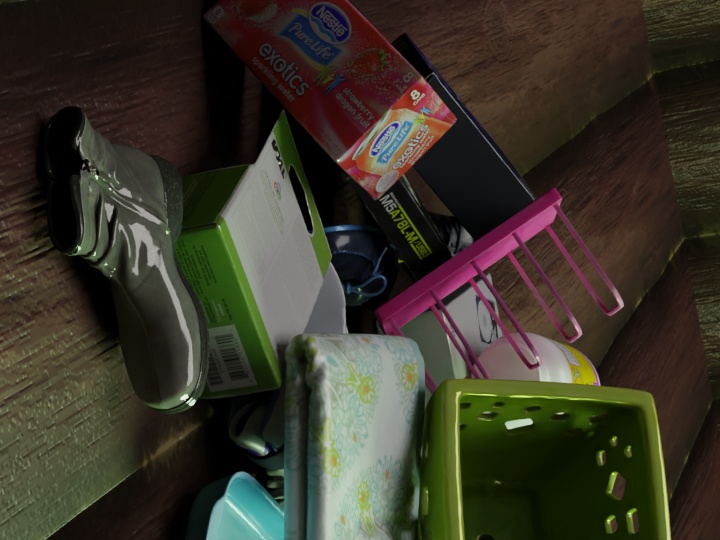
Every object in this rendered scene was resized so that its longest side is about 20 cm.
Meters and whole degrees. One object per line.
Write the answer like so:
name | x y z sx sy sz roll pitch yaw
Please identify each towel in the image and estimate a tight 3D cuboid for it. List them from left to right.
towel | -0.003 0.151 1.421 0.171 0.048 0.202 6 83 -63

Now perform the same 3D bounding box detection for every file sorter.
file sorter | 0.131 0.040 1.682 0.126 0.199 0.139 56 -2 7

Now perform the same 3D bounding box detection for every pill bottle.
pill bottle | 0.176 0.119 1.842 0.200 0.103 0.105 19 64 -68

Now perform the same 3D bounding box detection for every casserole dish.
casserole dish | -0.087 0.236 1.376 0.200 0.038 0.122 55 37 -51

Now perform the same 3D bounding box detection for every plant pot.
plant pot | 0.135 0.215 1.529 0.182 0.198 0.201 131 -39 -62

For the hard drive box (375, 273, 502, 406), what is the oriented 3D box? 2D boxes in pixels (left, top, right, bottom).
hard drive box | 0.093 0.101 1.884 0.200 0.076 0.157 -32 111 -68

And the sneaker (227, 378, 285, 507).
sneaker | -0.064 0.162 1.456 0.146 0.080 0.202 9 86 -50

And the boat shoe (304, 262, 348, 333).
boat shoe | -0.039 0.067 1.570 0.070 0.070 0.202 -132 -156 -76

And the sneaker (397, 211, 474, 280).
sneaker | 0.074 -0.038 1.881 0.200 0.080 0.075 23 60 -67

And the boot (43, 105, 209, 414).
boot | -0.172 -0.004 1.235 0.130 0.067 0.202 24 52 -62

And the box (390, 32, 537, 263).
box | 0.089 -0.123 1.792 0.200 0.079 0.141 48 10 -25

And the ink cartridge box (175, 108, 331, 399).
ink cartridge box | -0.094 -0.015 1.422 0.200 0.075 0.149 -68 144 -57

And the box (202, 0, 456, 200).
box | -0.026 -0.169 1.495 0.200 0.100 0.095 48 3 28

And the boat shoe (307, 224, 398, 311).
boat shoe | 0.000 0.000 1.665 0.200 0.083 0.069 18 68 -66

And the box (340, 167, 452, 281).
box | 0.001 -0.114 1.650 0.201 0.047 0.193 62 3 36
